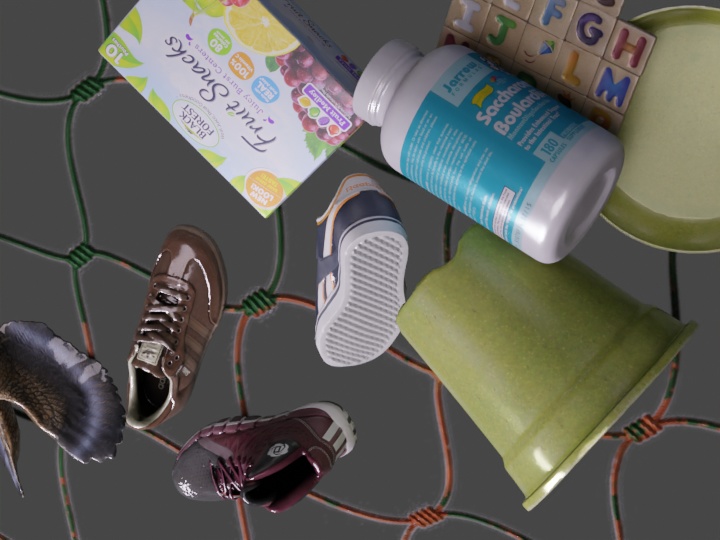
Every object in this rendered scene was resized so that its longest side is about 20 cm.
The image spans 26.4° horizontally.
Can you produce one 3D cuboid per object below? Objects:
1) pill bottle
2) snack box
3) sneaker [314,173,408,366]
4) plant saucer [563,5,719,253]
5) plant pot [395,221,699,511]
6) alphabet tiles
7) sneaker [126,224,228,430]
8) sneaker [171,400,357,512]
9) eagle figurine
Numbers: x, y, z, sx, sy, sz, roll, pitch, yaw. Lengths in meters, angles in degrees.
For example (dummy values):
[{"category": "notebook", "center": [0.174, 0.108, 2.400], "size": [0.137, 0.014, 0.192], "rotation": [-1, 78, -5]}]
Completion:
[{"category": "pill bottle", "center": [0.093, -0.100, 1.173], "size": [0.200, 0.111, 0.111], "rotation": [33, 121, 18]}, {"category": "snack box", "center": [-0.099, -0.163, 1.272], "size": [0.200, 0.053, 0.142], "rotation": [45, 121, -5]}, {"category": "sneaker", "center": [0.000, 0.000, 1.307], "size": [0.078, 0.080, 0.200], "rotation": [-5, 143, -15]}, {"category": "plant saucer", "center": [0.257, -0.111, 1.188], "size": [0.199, 0.031, 0.201], "rotation": [8, 117, 16]}, {"category": "plant pot", "center": [0.136, 0.056, 1.230], "size": [0.184, 0.200, 0.200], "rotation": [43, 120, 9]}, {"category": "alphabet tiles", "center": [0.134, -0.157, 1.196], "size": [0.166, 0.006, 0.200], "rotation": [31, 122, 20]}, {"category": "sneaker", "center": [-0.170, 0.058, 1.387], "size": [0.070, 0.076, 0.201], "rotation": [18, 119, 11]}, {"category": "sneaker", "center": [-0.107, 0.184, 1.400], "size": [0.200, 0.116, 0.076], "rotation": [-23, 105, 26]}, {"category": "eagle figurine", "center": [-0.342, 0.115, 1.462], "size": [0.200, 0.151, 0.152], "rotation": [41, 169, -37]}]
